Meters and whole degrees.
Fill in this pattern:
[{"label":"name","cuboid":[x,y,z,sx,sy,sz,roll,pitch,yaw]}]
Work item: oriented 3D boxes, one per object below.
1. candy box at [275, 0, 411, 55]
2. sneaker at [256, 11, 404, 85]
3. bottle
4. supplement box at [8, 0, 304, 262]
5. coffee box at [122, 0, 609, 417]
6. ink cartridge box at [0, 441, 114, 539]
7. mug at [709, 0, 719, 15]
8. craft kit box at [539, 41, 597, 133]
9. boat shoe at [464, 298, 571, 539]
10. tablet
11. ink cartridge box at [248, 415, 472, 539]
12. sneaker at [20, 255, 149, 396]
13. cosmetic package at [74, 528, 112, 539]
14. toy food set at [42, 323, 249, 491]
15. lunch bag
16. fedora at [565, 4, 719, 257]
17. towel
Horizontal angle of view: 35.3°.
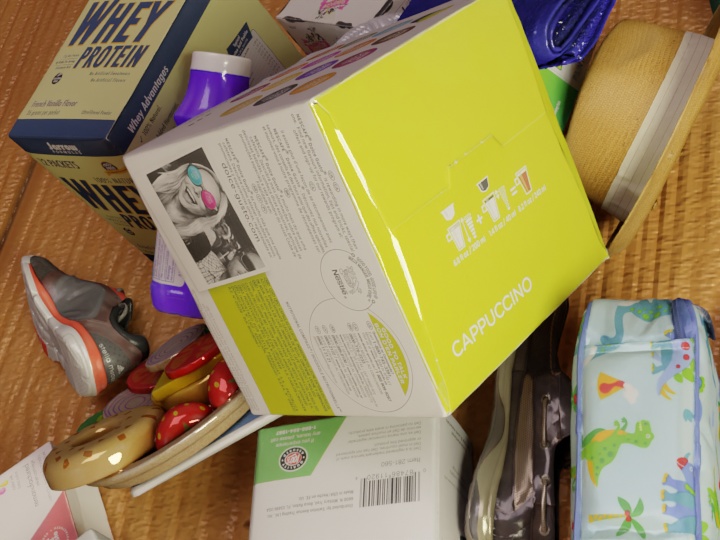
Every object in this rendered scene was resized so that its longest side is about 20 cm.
[{"label":"candy box","cuboid":[0.040,-0.277,1.049,0.201,0.072,0.167,-51,35,-10]},{"label":"sneaker","cuboid":[-0.003,-0.139,0.959,0.198,0.114,0.076,-25,64,-1]},{"label":"bottle","cuboid":[-0.119,-0.067,0.885,0.064,0.083,0.203,9,98,15]},{"label":"supplement box","cuboid":[-0.157,-0.136,0.995,0.133,0.200,0.202,6,62,38]},{"label":"coffee box","cuboid":[0.009,-0.040,0.742,0.196,0.202,0.199,-7,23,47]},{"label":"ink cartridge box","cuboid":[-0.300,0.248,0.915,0.199,0.068,0.117,-35,50,3]},{"label":"mug","cuboid":[0.337,-0.230,0.858,0.150,0.115,0.187,-23,51,13]},{"label":"craft kit box","cuboid":[0.104,-0.143,0.896,0.197,0.048,0.202,-28,32,57]},{"label":"boat shoe","cuboid":[0.127,0.110,0.786,0.072,0.075,0.203,9,70,18]},{"label":"tablet","cuboid":[-0.084,0.100,0.874,0.198,0.014,0.130,-31,15,10]},{"label":"ink cartridge box","cuboid":[0.000,0.205,0.773,0.144,0.084,0.202,-11,56,22]},{"label":"sneaker","cuboid":[-0.251,0.043,1.037,0.081,0.078,0.200,-21,41,-25]},{"label":"cosmetic package","cuboid":[-0.236,0.291,0.833,0.199,0.102,0.074,-41,49,0]},{"label":"toy food set","cuboid":[-0.149,0.098,0.891,0.198,0.049,0.198,-30,15,13]},{"label":"lunch bag","cuboid":[0.178,0.127,0.683,0.081,0.161,0.203,-3,60,20]},{"label":"fedora","cuboid":[0.192,-0.110,0.804,0.081,0.201,0.202,26,72,8]},{"label":"towel","cuboid":[0.102,-0.185,0.826,0.199,0.050,0.148,-2,46,51]}]
